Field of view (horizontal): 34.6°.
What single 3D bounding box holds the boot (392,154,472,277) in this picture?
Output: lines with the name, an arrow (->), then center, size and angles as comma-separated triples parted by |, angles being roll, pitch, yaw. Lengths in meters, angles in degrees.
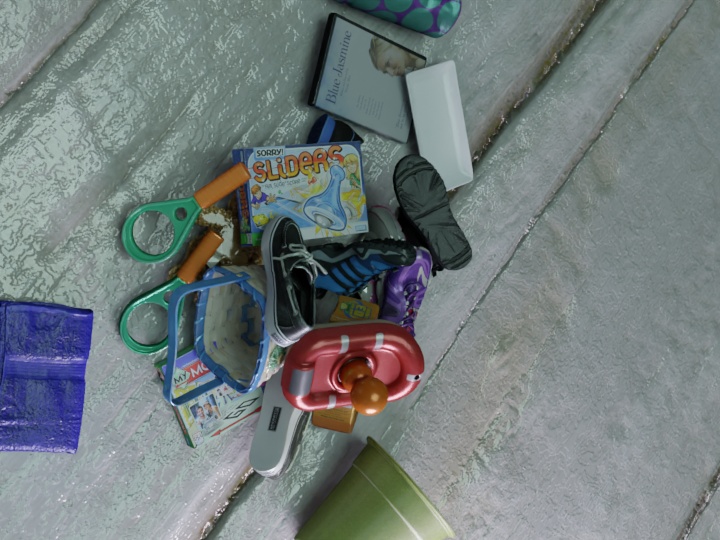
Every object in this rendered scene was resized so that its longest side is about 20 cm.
boot -> 0.093, -0.082, 1.758 | 0.073, 0.162, 0.198 | -31, 100, -9

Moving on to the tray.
tray -> 0.121, -0.225, 1.833 | 0.107, 0.022, 0.200 | -24, 111, -37

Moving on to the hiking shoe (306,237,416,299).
hiking shoe -> 0.000, 0.000, 1.688 | 0.074, 0.200, 0.087 | -13, 97, -52

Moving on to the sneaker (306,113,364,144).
sneaker -> -0.058, -0.130, 1.711 | 0.078, 0.070, 0.200 | 28, 78, -23

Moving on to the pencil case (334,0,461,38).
pencil case -> 0.052, -0.422, 1.749 | 0.200, 0.085, 0.093 | 12, 104, -33

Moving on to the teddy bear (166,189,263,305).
teddy bear -> -0.194, -0.038, 1.646 | 0.145, 0.067, 0.200 | 17, 91, -23

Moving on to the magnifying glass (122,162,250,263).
magnifying glass -> -0.235, -0.081, 1.561 | 0.200, 0.022, 0.080 | -33, 91, 9

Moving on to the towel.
towel -> -0.427, 0.141, 1.514 | 0.147, 0.050, 0.200 | 6, 90, -31

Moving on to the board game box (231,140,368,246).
board game box -> -0.082, -0.111, 1.635 | 0.200, 0.034, 0.136 | -9, 95, -36

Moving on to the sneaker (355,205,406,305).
sneaker -> 0.012, 0.000, 1.759 | 0.088, 0.081, 0.200 | 3, 91, -34

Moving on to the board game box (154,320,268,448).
board game box -> -0.185, 0.152, 1.679 | 0.200, 0.029, 0.135 | -28, 109, -27

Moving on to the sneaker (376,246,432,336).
sneaker -> 0.065, 0.061, 1.709 | 0.080, 0.083, 0.200 | 9, 109, -26

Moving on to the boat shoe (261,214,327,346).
boat shoe -> -0.087, 0.002, 1.522 | 0.074, 0.068, 0.200 | 35, 40, -33

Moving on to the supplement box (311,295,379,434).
supplement box -> -0.023, 0.140, 1.698 | 0.069, 0.067, 0.200 | 12, 122, 6

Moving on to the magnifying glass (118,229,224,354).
magnifying glass -> -0.257, 0.029, 1.592 | 0.080, 0.022, 0.200 | 36, 92, -19

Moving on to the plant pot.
plant pot -> 0.007, 0.386, 1.742 | 0.190, 0.200, 0.200 | -40, 114, -9

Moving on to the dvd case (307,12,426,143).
dvd case -> 0.014, -0.289, 1.758 | 0.200, 0.018, 0.143 | 17, 85, -40

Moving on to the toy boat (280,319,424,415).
toy boat -> -0.002, 0.147, 1.573 | 0.200, 0.131, 0.131 | -5, 124, -25

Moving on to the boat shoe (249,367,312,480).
boat shoe -> -0.106, 0.205, 1.683 | 0.200, 0.071, 0.064 | -70, 155, -17

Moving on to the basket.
basket -> -0.179, 0.078, 1.559 | 0.200, 0.139, 0.177 | -18, 129, -39
